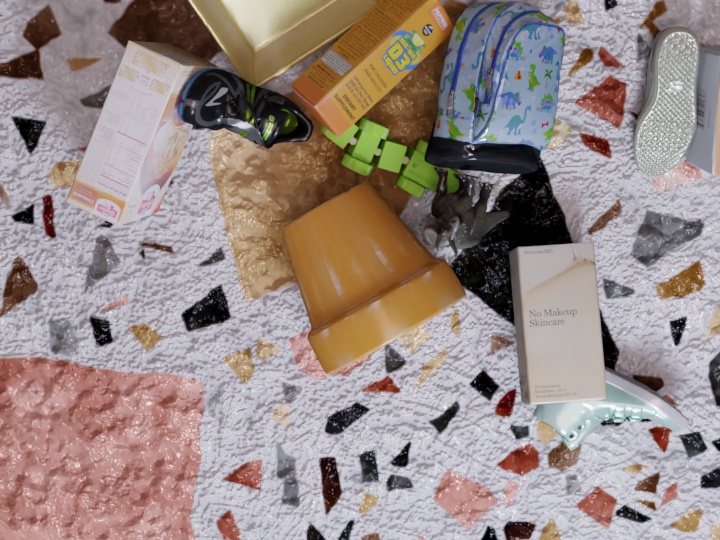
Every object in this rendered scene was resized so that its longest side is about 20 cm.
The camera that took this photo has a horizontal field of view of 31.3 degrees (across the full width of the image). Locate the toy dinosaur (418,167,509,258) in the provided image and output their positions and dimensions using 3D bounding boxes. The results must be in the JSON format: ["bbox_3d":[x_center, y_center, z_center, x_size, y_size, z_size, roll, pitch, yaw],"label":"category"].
[{"bbox_3d":[0.123,-0.067,1.588,0.077,0.200,0.102,16,92,22],"label":"toy dinosaur"}]

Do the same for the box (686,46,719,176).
[{"bbox_3d":[0.523,-0.203,1.610,0.200,0.106,0.153,-3,105,-4],"label":"box"}]

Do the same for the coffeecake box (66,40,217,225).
[{"bbox_3d":[-0.256,-0.164,1.520,0.073,0.154,0.200,25,102,4],"label":"coffeecake box"}]

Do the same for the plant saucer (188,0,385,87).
[{"bbox_3d":[-0.099,-0.344,1.519,0.200,0.048,0.200,-32,130,3],"label":"plant saucer"}]

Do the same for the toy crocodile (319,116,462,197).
[{"bbox_3d":[0.041,-0.144,1.611,0.200,0.062,0.068,21,101,-15],"label":"toy crocodile"}]

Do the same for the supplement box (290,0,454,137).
[{"bbox_3d":[0.016,-0.258,1.549,0.200,0.069,0.067,-45,136,-3],"label":"supplement box"}]

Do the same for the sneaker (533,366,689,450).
[{"bbox_3d":[0.328,0.195,1.711,0.200,0.074,0.118,25,95,-1],"label":"sneaker"}]

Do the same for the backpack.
[{"bbox_3d":[0.169,-0.225,1.555,0.163,0.154,0.200,5,84,-39],"label":"backpack"}]

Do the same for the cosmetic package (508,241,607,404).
[{"bbox_3d":[0.251,0.068,1.642,0.103,0.073,0.200,-5,87,-2],"label":"cosmetic package"}]

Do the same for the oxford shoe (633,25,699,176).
[{"bbox_3d":[0.388,-0.215,1.622,0.075,0.058,0.200,4,117,1],"label":"oxford shoe"}]

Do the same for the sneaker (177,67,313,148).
[{"bbox_3d":[-0.132,-0.189,1.519,0.199,0.083,0.071,7,108,-49],"label":"sneaker"}]

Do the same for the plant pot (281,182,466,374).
[{"bbox_3d":[0.000,0.000,1.584,0.200,0.200,0.183,-30,89,3],"label":"plant pot"}]
